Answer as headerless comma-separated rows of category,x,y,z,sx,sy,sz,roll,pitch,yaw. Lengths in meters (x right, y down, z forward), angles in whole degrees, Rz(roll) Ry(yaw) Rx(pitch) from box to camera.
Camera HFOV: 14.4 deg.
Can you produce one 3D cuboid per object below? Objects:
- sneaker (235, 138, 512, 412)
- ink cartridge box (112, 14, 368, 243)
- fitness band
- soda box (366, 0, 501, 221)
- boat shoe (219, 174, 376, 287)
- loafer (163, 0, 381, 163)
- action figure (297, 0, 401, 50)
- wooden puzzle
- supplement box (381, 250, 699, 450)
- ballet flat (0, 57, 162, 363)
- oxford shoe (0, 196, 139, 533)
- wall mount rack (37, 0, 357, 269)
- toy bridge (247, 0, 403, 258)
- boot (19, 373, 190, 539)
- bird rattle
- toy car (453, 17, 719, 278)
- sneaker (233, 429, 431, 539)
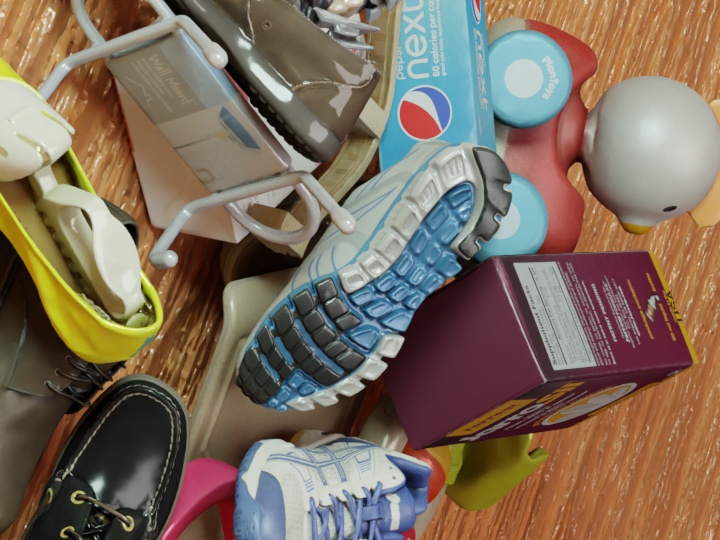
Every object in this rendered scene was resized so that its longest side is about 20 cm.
sneaker,0.000,0.000,1.660,0.200,0.087,0.075,-44,118,-6
ink cartridge box,-0.055,-0.120,1.682,0.200,0.067,0.117,-47,135,-42
fitness band,-0.105,0.199,1.678,0.144,0.037,0.201,-46,148,-33
soda box,0.043,-0.127,1.733,0.068,0.064,0.201,12,74,-77
boat shoe,-0.028,-0.021,1.771,0.200,0.063,0.074,-8,130,-54
loafer,-0.064,-0.152,1.543,0.071,0.073,0.200,-41,97,-7
action figure,-0.032,-0.205,1.626,0.130,0.069,0.201,27,53,-25
wooden puzzle,-0.057,0.088,1.735,0.185,0.037,0.201,-13,124,-55
supplement box,0.111,0.048,1.792,0.200,0.110,0.086,-3,68,-55
ballet flat,-0.162,-0.042,1.467,0.067,0.067,0.201,-37,104,-32
oxford shoe,-0.172,0.053,1.532,0.073,0.084,0.201,28,77,-60
wall mount rack,-0.082,-0.072,1.525,0.200,0.173,0.075,51,50,-24
toy bridge,-0.008,-0.099,1.672,0.067,0.027,0.201,43,63,-53
boot,-0.151,0.156,1.512,0.201,0.073,0.151,-59,-175,3
bird rattle,0.020,0.141,1.843,0.200,0.112,0.163,-47,147,-26
toy car,0.161,-0.064,1.853,0.184,0.199,0.178,163,-64,-89
sneaker,-0.014,0.133,1.660,0.200,0.088,0.076,-35,128,-70
